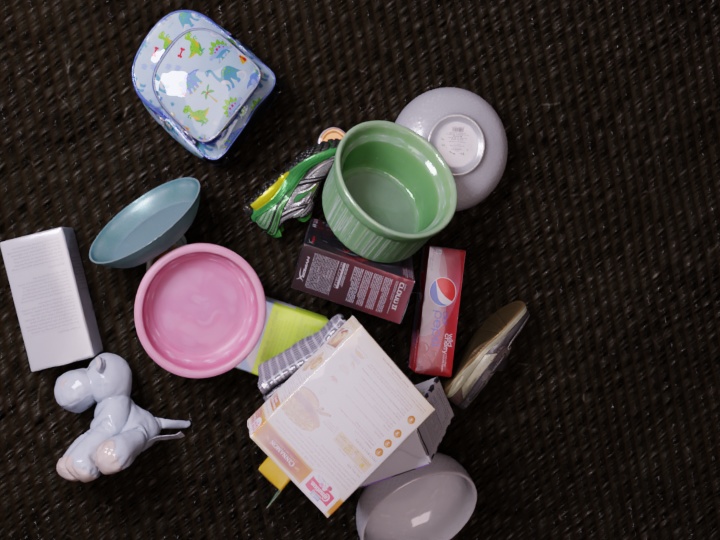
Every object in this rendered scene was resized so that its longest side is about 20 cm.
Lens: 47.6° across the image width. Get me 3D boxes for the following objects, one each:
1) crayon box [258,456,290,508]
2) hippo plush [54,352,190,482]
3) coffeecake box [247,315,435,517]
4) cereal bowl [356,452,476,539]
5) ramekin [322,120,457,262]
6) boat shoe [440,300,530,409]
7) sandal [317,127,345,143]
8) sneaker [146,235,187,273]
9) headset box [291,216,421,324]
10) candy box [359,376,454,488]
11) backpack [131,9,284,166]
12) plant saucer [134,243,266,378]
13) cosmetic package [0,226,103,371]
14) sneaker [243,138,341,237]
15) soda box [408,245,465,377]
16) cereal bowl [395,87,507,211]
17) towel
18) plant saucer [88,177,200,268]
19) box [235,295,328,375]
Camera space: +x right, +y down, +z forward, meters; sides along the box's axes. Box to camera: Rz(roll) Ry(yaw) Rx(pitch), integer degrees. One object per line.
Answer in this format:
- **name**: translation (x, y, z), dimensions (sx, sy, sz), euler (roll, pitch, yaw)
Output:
- **crayon box**: translation (-0.091, 0.267, 1.283), dimensions (0.051, 0.126, 0.201), euler (40, 88, 4)
- **hippo plush**: translation (-0.386, 0.213, 1.244), dimensions (0.195, 0.159, 0.165), euler (-20, 94, -3)
- **coffeecake box**: translation (-0.027, 0.190, 1.075), dimensions (0.200, 0.073, 0.154), euler (-43, 103, -3)
- **cereal bowl**: translation (0.081, 0.360, 1.293), dimensions (0.195, 0.084, 0.204), euler (-12, 128, -15)
- **ramekin**: translation (0.037, -0.112, 1.218), dimensions (0.195, 0.098, 0.204), euler (13, 56, -20)
- **boat shoe**: translation (0.210, 0.138, 1.340), dimensions (0.065, 0.073, 0.200), euler (43, 92, -15)
- **sandal**: translation (-0.006, -0.135, 1.314), dimensions (0.078, 0.059, 0.209), euler (-33, 94, -3)
- **sneaker**: translation (-0.310, 0.037, 1.284), dimensions (0.074, 0.081, 0.206), euler (0, 93, -6)
- **headset box**: translation (0.000, 0.000, 1.269), dimensions (0.195, 0.149, 0.077), euler (19, 109, -4)
- **candy box**: translation (0.041, 0.247, 1.237), dimensions (0.165, 0.200, 0.073), euler (-24, 93, 19)
- **backpack**: translation (-0.245, -0.289, 1.248), dimensions (0.199, 0.147, 0.184), euler (38, 86, -2)
- **plant saucer**: translation (-0.243, 0.058, 1.238), dimensions (0.195, 0.051, 0.206), euler (-4, 102, -17)
- **cosmetic package**: translation (-0.479, 0.043, 1.275), dimensions (0.099, 0.071, 0.205), euler (-13, 93, -4)
- **sneaker**: translation (-0.089, -0.134, 1.300), dimensions (0.199, 0.078, 0.085), euler (-39, 105, 15)
- **soda box**: translation (0.123, 0.065, 1.325), dimensions (0.062, 0.070, 0.206), euler (6, 91, -7)
- **cereal bowl**: translation (0.146, -0.196, 1.314), dimensions (0.194, 0.083, 0.206), euler (0, 92, -4)
- **towel**: translation (-0.070, 0.137, 1.201), dimensions (0.163, 0.200, 0.087), euler (-31, 92, -5)
- **plant saucer**: translation (-0.318, -0.065, 1.237), dimensions (0.197, 0.200, 0.036), euler (-33, 120, -2)
- **box**: translation (-0.161, 0.104, 1.314), dimensions (0.195, 0.048, 0.125), euler (19, 90, -6)
